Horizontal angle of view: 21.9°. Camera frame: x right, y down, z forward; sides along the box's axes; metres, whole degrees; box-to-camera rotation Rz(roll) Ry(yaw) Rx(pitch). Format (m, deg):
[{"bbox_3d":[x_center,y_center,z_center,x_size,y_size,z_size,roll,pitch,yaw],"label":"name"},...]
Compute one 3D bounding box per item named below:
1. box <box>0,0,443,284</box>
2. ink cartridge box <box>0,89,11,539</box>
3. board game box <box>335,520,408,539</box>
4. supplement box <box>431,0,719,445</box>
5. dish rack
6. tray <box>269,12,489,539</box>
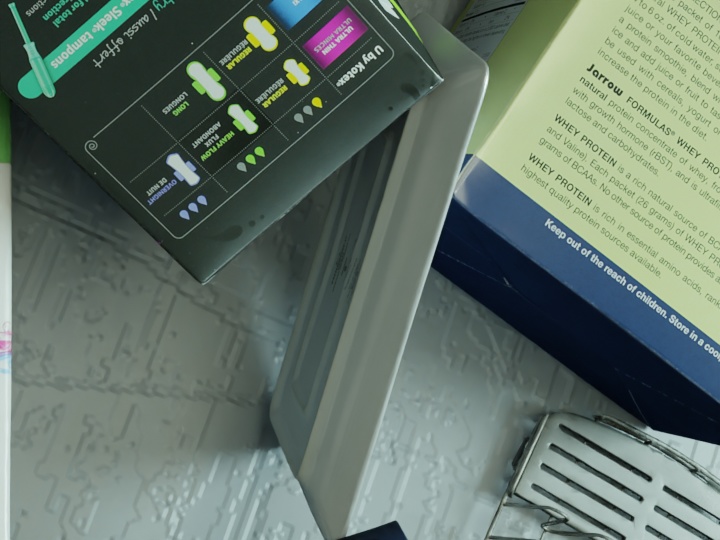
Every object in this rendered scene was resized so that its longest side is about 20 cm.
[{"bbox_3d":[-0.086,-0.123,0.701,0.124,0.149,0.200,-40,114,9],"label":"box"},{"bbox_3d":[-0.209,0.017,0.703,0.145,0.084,0.200,2,82,-22],"label":"ink cartridge box"},{"bbox_3d":[-0.026,0.210,0.726,0.135,0.035,0.200,-16,110,-8],"label":"board game box"},{"bbox_3d":[0.140,-0.057,0.812,0.200,0.134,0.200,36,81,-17],"label":"supplement box"},{"bbox_3d":[0.109,0.169,0.831,0.153,0.055,0.200,32,72,-17],"label":"dish rack"},{"bbox_3d":[0.000,0.000,0.740,0.022,0.107,0.200,12,106,-17],"label":"tray"}]
